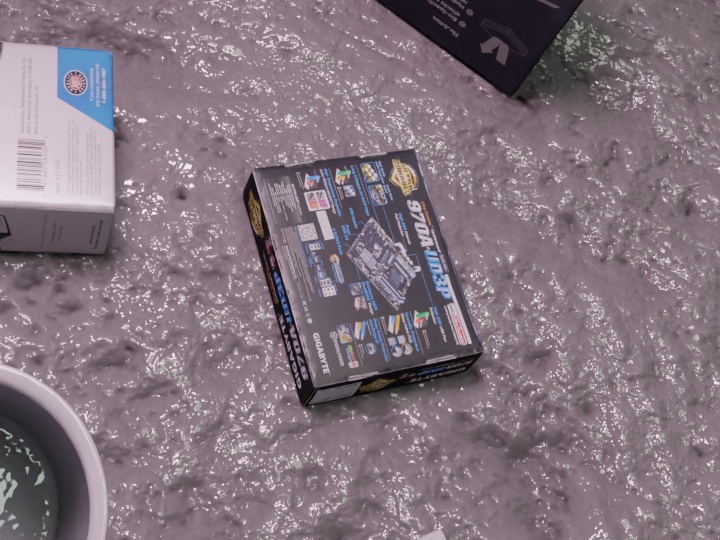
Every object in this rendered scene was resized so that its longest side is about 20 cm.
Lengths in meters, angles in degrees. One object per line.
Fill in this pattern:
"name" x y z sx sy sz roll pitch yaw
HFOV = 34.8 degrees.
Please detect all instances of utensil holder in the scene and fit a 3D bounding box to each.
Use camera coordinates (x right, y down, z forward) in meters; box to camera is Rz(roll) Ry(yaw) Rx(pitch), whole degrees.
"utensil holder" -0.250 0.150 0.709 0.167 0.200 0.173 3 79 -18

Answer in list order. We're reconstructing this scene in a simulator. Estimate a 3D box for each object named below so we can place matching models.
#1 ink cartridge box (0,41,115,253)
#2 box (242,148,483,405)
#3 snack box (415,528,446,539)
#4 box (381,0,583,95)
"ink cartridge box" -0.295 -0.098 0.896 0.197 0.086 0.149 2 65 -17
"box" 0.000 0.000 0.976 0.157 0.046 0.203 -10 69 -23
"snack box" 0.069 0.286 0.789 0.071 0.024 0.202 -19 73 -26
"box" 0.125 -0.307 1.077 0.196 0.200 0.118 35 60 -1
